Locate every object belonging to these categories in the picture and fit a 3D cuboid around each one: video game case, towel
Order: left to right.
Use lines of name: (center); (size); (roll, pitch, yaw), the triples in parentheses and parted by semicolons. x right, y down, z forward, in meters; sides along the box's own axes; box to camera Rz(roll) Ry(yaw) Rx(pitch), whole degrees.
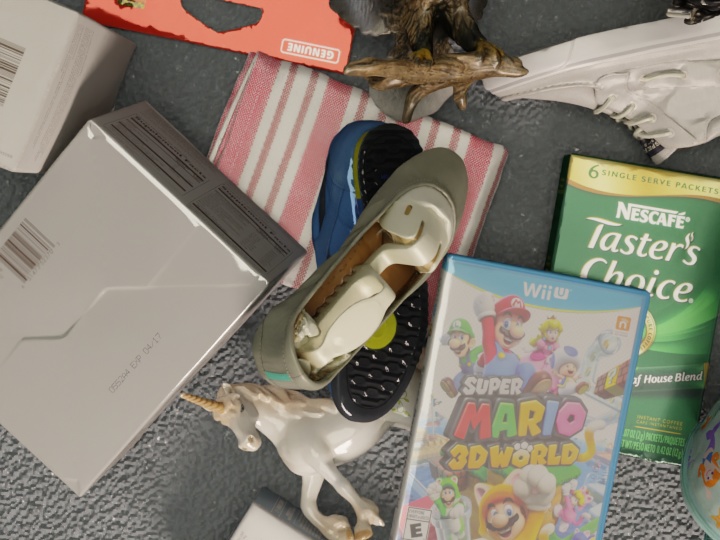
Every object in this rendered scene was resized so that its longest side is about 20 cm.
towel: (-0.011, -0.052, 1.124); (0.199, 0.030, 0.147); (21, 92, 0)
video game case: (0.106, 0.099, 1.069); (0.142, 0.018, 0.201); (10, 93, -10)

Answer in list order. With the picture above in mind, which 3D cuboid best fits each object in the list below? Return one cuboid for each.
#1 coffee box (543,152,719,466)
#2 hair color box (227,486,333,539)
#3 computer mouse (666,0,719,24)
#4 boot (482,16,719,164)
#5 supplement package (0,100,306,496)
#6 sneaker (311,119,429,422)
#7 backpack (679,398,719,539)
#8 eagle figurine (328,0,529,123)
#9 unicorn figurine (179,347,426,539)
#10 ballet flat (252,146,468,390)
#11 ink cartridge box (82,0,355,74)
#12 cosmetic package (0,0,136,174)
coffee box: (0.183, 0.026, 1.108); (0.122, 0.044, 0.201); (11, 93, 2)
hair color box: (-0.013, 0.249, 1.120); (0.200, 0.061, 0.099); (32, 94, 2)
computer mouse: (0.174, -0.231, 1.070); (0.200, 0.138, 0.053); (40, 129, 11)
boot: (0.186, -0.117, 1.088); (0.199, 0.074, 0.096); (-11, 96, 8)
supplement package: (-0.165, 0.015, 1.072); (0.156, 0.111, 0.200); (43, 106, 0)
sneaker: (0.000, 0.000, 1.080); (0.066, 0.078, 0.201); (4, 88, -31)
backpack: (0.303, 0.154, 1.042); (0.200, 0.178, 0.151); (38, 124, 1)
eagle figurine: (0.045, -0.209, 1.053); (0.150, 0.152, 0.201); (-22, 67, 20)
unicorn figurine: (-0.013, 0.115, 1.101); (0.199, 0.074, 0.138); (-24, 78, -25)
ballet flat: (0.015, 0.001, 1.008); (0.200, 0.064, 0.067); (-47, 115, -19)
ink cartridge box: (-0.088, -0.242, 1.110); (0.199, 0.044, 0.174); (12, 92, 2)
cosmetic package: (-0.216, -0.123, 1.042); (0.085, 0.200, 0.108); (22, 92, 0)
